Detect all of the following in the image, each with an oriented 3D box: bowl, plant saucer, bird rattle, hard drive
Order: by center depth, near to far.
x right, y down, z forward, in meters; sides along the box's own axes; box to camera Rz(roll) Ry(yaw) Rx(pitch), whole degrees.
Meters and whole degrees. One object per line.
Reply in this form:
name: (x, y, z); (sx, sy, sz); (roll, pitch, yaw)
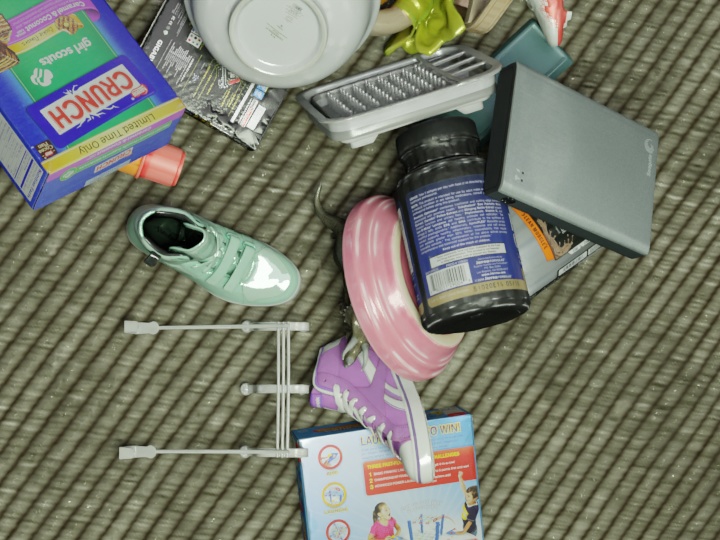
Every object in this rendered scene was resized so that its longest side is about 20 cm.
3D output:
bowl: (-0.078, -0.253, 1.276); (0.199, 0.091, 0.202); (0, 130, 0)
hard drive: (0.217, -0.108, 1.318); (0.199, 0.033, 0.141); (20, 68, -30)
bird rattle: (0.033, -0.321, 1.367); (0.162, 0.112, 0.202); (-15, 100, -24)
plant saucer: (0.055, 0.013, 1.369); (0.051, 0.200, 0.202); (-19, 99, 30)
plant saucer: (0.144, -0.193, 1.449); (0.200, 0.019, 0.070); (-43, 86, -6)

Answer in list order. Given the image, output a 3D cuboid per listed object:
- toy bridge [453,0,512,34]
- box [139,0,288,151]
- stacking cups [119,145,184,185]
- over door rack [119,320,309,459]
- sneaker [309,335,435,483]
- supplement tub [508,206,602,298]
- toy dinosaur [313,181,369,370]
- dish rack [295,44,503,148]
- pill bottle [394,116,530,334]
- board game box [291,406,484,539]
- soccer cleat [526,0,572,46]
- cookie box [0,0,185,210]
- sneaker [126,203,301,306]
toy bridge: (0.128, -0.282, 1.355); (0.027, 0.200, 0.068); (13, 92, -14)
box: (-0.135, -0.253, 1.384); (0.159, 0.049, 0.201); (28, 88, -14)
stacking cups: (-0.283, -0.134, 1.354); (0.199, 0.060, 0.061); (22, 90, -14)
over door rack: (-0.152, 0.126, 1.393); (0.198, 0.067, 0.149); (0, 83, 2)
sneaker: (0.009, 0.152, 1.387); (0.113, 0.201, 0.073); (-16, 137, -6)
supplement tub: (0.211, -0.062, 1.420); (0.199, 0.122, 0.123); (-35, 99, -13)
toy dinosaur: (0.000, 0.000, 1.395); (0.076, 0.102, 0.202); (-8, 92, -8)
dish rack: (0.041, -0.181, 1.366); (0.198, 0.172, 0.044); (-18, 112, -9)
pill bottle: (0.096, -0.045, 1.306); (0.111, 0.112, 0.202); (-9, 77, -10)
board game box: (0.032, 0.264, 1.446); (0.198, 0.056, 0.198); (-6, 95, -10)
soccer cleat: (0.177, -0.340, 1.431); (0.084, 0.069, 0.202); (-13, 91, 1)
cookie box: (-0.300, -0.186, 1.282); (0.171, 0.075, 0.200); (-33, 81, -35)
sneaker: (-0.149, -0.010, 1.362); (0.199, 0.118, 0.074); (22, 88, -13)
